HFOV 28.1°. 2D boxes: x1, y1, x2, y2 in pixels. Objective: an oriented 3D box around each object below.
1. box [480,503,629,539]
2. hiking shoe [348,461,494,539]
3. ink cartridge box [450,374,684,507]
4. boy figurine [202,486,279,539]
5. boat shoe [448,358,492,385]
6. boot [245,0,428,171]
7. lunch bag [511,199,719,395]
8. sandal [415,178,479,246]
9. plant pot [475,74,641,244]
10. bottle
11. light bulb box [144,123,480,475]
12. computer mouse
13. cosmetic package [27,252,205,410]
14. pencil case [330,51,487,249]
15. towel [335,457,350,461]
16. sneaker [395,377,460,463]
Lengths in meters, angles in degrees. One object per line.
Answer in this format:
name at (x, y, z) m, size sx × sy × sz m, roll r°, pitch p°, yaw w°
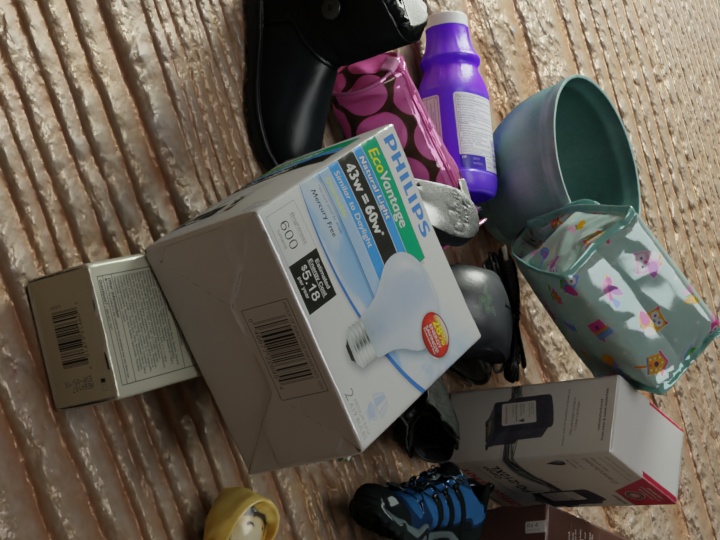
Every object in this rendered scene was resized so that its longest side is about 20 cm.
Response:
box at (0.203, 0.302, 1.501) m, size 0.200 × 0.100 × 0.076 m, roll 31°, pitch 56°, yaw -45°
hiking shoe at (0.056, 0.214, 1.340) m, size 0.200 × 0.074 × 0.087 m, roll 34°, pitch 75°, yaw -55°
ink cartridge box at (0.203, 0.178, 1.454) m, size 0.145 × 0.199 × 0.085 m, roll 37°, pitch 55°, yaw -41°
boy figurine at (-0.106, 0.270, 1.127) m, size 0.124 × 0.064 × 0.201 m, roll 37°, pitch 55°, yaw -39°
boat shoe at (0.080, 0.053, 1.434) m, size 0.200 × 0.070 × 0.064 m, roll 38°, pitch 50°, yaw -43°
boot at (-0.020, -0.190, 1.288) m, size 0.076 × 0.167 × 0.202 m, roll 7°, pitch 75°, yaw -52°
lunch bag at (0.243, 0.023, 1.443) m, size 0.122 × 0.200 × 0.171 m, roll -42°, pitch 103°, yaw -9°
sandal at (0.031, -0.068, 1.327) m, size 0.199 × 0.043 × 0.077 m, roll 4°, pitch 61°, yaw -35°
plant pot at (0.206, -0.100, 1.593) m, size 0.200 × 0.133 × 0.202 m, roll 26°, pitch 57°, yaw -49°
bottle at (0.100, -0.173, 1.531) m, size 0.083 × 0.065 × 0.202 m, roll 8°, pitch 74°, yaw -53°
light bulb box at (-0.031, 0.019, 1.124) m, size 0.200 × 0.124 × 0.200 m, roll -38°, pitch 109°, yaw -50°
computer mouse at (0.126, 0.037, 1.398) m, size 0.200 × 0.052 × 0.140 m, roll 10°, pitch 70°, yaw -64°
cosmetic package at (-0.153, 0.036, 1.122) m, size 0.199 × 0.073 × 0.104 m, roll -12°, pitch 89°, yaw -54°
pencil case at (0.045, -0.116, 1.416) m, size 0.091 × 0.093 × 0.201 m, roll -46°, pitch 116°, yaw -36°
towel at (-0.039, 0.054, 1.315) m, size 0.201 × 0.023 × 0.153 m, roll 58°, pitch 40°, yaw -23°
sneaker at (0.060, 0.143, 1.324) m, size 0.201 × 0.059 × 0.105 m, roll 73°, pitch 4°, yaw -46°
